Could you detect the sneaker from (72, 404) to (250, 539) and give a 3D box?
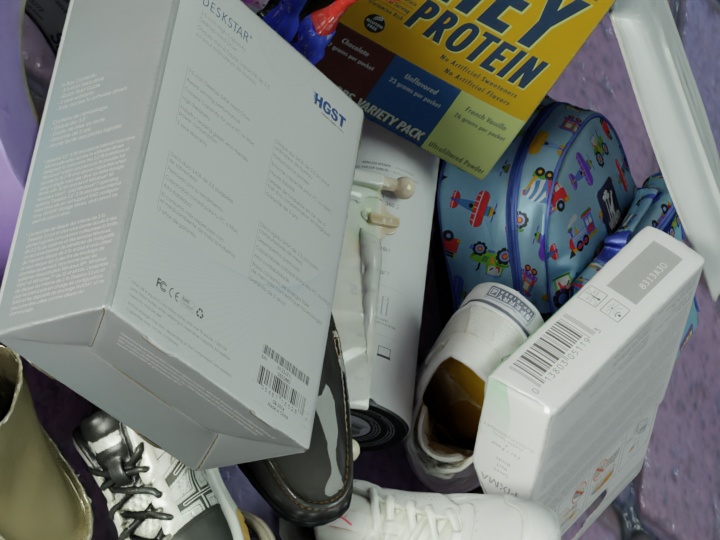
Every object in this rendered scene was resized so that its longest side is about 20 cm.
[{"bbox_3d":[-0.111,0.109,1.283,0.088,0.076,0.200,30,39,-42],"label":"sneaker"}]

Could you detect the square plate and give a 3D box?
[{"bbox_3d":[0.187,-0.110,1.543,0.200,0.028,0.198,-85,154,-62],"label":"square plate"}]

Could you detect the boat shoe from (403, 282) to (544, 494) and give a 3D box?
[{"bbox_3d":[0.054,0.087,1.486,0.071,0.200,0.070,35,57,8],"label":"boat shoe"}]

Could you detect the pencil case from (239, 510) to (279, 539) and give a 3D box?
[{"bbox_3d":[-0.033,0.196,1.362,0.078,0.089,0.200,-57,142,-7],"label":"pencil case"}]

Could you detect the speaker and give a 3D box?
[{"bbox_3d":[0.000,0.000,1.498,0.081,0.081,0.201,36,52,-45],"label":"speaker"}]

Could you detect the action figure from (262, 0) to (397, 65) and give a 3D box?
[{"bbox_3d":[-0.031,-0.109,1.378,0.099,0.200,0.065,2,58,-43],"label":"action figure"}]

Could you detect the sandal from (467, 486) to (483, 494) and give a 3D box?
[{"bbox_3d":[0.087,0.164,1.586,0.054,0.080,0.200,67,34,-44],"label":"sandal"}]

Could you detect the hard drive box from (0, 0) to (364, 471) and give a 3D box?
[{"bbox_3d":[-0.083,-0.027,1.236,0.156,0.077,0.200,40,50,-41],"label":"hard drive box"}]

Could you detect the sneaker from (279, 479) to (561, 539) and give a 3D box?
[{"bbox_3d":[0.025,0.153,1.398,0.099,0.200,0.078,25,68,-34],"label":"sneaker"}]

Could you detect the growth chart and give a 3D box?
[{"bbox_3d":[-0.050,0.015,1.417,0.144,0.018,0.201,16,62,-12],"label":"growth chart"}]

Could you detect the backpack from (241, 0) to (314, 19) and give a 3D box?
[{"bbox_3d":[-0.054,-0.227,1.434,0.126,0.167,0.200,30,49,-6],"label":"backpack"}]

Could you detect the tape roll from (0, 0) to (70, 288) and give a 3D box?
[{"bbox_3d":[-0.158,-0.092,1.292,0.200,0.085,0.201,24,60,-50],"label":"tape roll"}]

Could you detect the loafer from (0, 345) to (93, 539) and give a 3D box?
[{"bbox_3d":[-0.186,0.079,1.212,0.200,0.067,0.076,52,42,-33],"label":"loafer"}]

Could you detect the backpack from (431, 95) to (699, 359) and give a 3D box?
[{"bbox_3d":[0.125,-0.019,1.605,0.183,0.134,0.201,-48,135,-50],"label":"backpack"}]

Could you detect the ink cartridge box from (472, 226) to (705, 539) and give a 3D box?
[{"bbox_3d":[0.125,0.091,1.489,0.161,0.050,0.200,-41,156,-36],"label":"ink cartridge box"}]

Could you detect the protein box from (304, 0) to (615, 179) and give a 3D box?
[{"bbox_3d":[0.074,-0.205,1.495,0.135,0.200,0.199,27,36,-12],"label":"protein box"}]

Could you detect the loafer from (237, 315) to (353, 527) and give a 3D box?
[{"bbox_3d":[-0.045,0.037,1.358,0.073,0.072,0.200,-12,72,-23],"label":"loafer"}]
